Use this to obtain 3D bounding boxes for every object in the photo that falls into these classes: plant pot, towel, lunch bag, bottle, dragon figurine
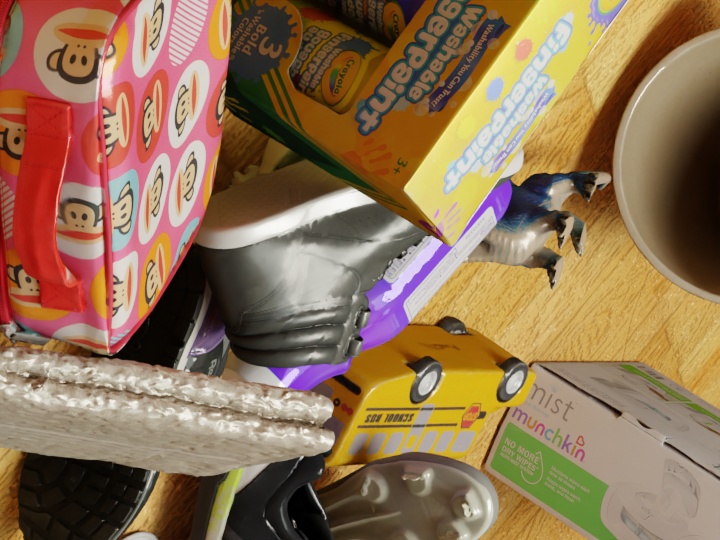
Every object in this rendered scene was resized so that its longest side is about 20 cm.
[{"bbox_3d":[0.283,-0.059,1.673,0.188,0.187,0.200,-59,164,2],"label":"plant pot"},{"bbox_3d":[-0.122,0.068,1.177,0.199,0.132,0.035,12,73,-32],"label":"towel"},{"bbox_3d":[-0.121,-0.063,1.105,0.176,0.082,0.201,-66,165,-48],"label":"lunch bag"},{"bbox_3d":[0.000,0.000,1.397,0.200,0.083,0.065,-49,149,-17],"label":"bottle"},{"bbox_3d":[0.094,-0.042,1.519,0.200,0.099,0.059,-50,154,-52],"label":"dragon figurine"}]

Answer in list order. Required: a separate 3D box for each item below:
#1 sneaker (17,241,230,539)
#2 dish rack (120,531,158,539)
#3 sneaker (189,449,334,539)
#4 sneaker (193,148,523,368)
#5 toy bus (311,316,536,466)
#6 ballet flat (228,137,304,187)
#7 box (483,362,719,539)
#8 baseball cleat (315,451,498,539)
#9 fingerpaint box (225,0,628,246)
[{"bbox_3d":[-0.113,0.076,1.318,0.087,0.076,0.201,6,112,-63],"label":"sneaker"},{"bbox_3d":[-0.172,0.267,1.435,0.171,0.043,0.201,-30,139,-38],"label":"dish rack"},{"bbox_3d":[-0.059,0.173,1.449,0.072,0.082,0.201,-61,163,-56],"label":"sneaker"},{"bbox_3d":[0.002,-0.010,1.292,0.199,0.071,0.100,-19,118,-26],"label":"sneaker"},{"bbox_3d":[0.030,0.077,1.530,0.200,0.065,0.079,4,115,-57],"label":"toy bus"},{"bbox_3d":[0.003,-0.089,1.345,0.200,0.072,0.072,-48,149,-19],"label":"ballet flat"},{"bbox_3d":[0.224,0.150,1.748,0.176,0.200,0.097,2,116,-57],"label":"box"},{"bbox_3d":[0.019,0.144,1.496,0.106,0.199,0.070,-23,96,-51],"label":"baseball cleat"},{"bbox_3d":[0.033,-0.141,1.232,0.200,0.167,0.073,-53,146,-6],"label":"fingerpaint box"}]
